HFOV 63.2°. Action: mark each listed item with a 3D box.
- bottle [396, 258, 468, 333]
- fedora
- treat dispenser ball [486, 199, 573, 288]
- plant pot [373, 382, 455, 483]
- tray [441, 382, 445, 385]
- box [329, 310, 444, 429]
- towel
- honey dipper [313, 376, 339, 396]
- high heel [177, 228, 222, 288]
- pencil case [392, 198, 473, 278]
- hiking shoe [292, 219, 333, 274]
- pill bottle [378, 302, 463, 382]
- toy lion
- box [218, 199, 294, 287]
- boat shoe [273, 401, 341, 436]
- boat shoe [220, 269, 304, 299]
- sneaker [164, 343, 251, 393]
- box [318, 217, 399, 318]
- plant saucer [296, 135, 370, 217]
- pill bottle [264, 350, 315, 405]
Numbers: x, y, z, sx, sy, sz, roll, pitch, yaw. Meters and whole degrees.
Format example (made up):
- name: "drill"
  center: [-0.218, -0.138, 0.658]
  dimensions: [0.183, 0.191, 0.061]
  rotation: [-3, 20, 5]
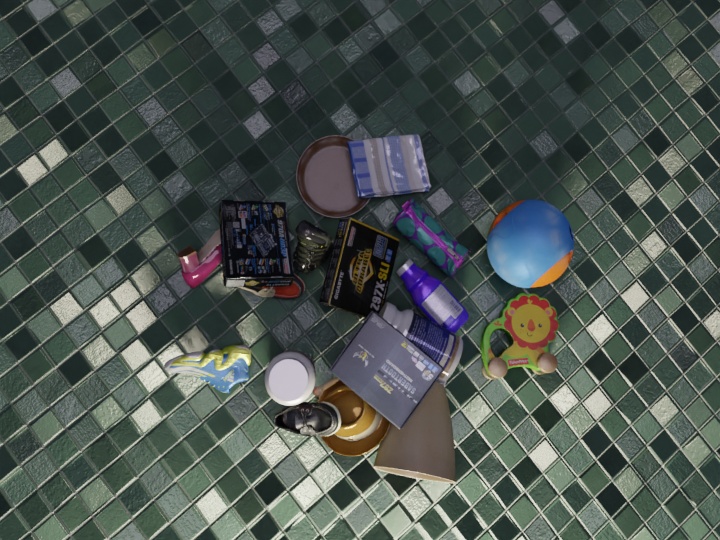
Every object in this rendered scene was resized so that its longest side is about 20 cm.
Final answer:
- name: "bottle"
  center: [0.168, 0.062, 1.400]
  dimensions: [0.083, 0.065, 0.200]
  rotation: [-42, 88, -10]
- name: "fedora"
  center: [-0.028, 0.311, 1.307]
  dimensions: [0.196, 0.082, 0.205]
  rotation: [-12, 63, 24]
- name: "treat dispenser ball"
  center: [0.393, -0.062, 1.364]
  dimensions: [0.195, 0.201, 0.207]
  rotation: [1, 83, -4]
- name: "plant pot"
  center: [0.134, 0.356, 1.321]
  dimensions: [0.182, 0.188, 0.205]
  rotation: [12, 68, -3]
- name: "tray"
  center: [0.131, 0.188, 1.405]
  dimensions: [0.197, 0.022, 0.109]
  rotation: [27, 81, -1]
- name: "box"
  center: [0.056, 0.209, 1.247]
  dimensions: [0.199, 0.051, 0.159]
  rotation: [39, 91, 6]
- name: "towel"
  center: [0.072, -0.256, 1.431]
  dimensions: [0.195, 0.024, 0.151]
  rotation: [-9, 83, -19]
- name: "honey dipper"
  center: [-0.027, 0.225, 1.321]
  dimensions: [0.197, 0.038, 0.039]
  rotation: [-27, 86, -31]
- name: "high heel"
  center: [-0.334, -0.038, 1.394]
  dimensions: [0.197, 0.098, 0.067]
  rotation: [-24, 42, -19]
- name: "pencil case"
  center: [0.169, -0.079, 1.404]
  dimensions: [0.199, 0.092, 0.085]
  rotation: [42, 82, 2]
- name: "hiking shoe"
  center: [-0.113, -0.042, 1.324]
  dimensions: [0.075, 0.200, 0.102]
  rotation: [29, 83, 15]
- name: "pill bottle"
  center: [0.125, 0.160, 1.332]
  dimensions: [0.197, 0.116, 0.118]
  rotation: [28, 82, -5]
- name: "toy lion"
  center: [0.384, 0.155, 1.413]
  dimensions: [0.194, 0.069, 0.197]
  rotation: [-5, 77, -5]
- name: "box"
  center: [-0.240, -0.064, 1.344]
  dimensions: [0.155, 0.046, 0.205]
  rotation: [-1, 65, -21]
- name: "boat shoe"
  center: [-0.123, 0.326, 1.281]
  dimensions: [0.065, 0.197, 0.077]
  rotation: [-1, 88, -42]
- name: "boat shoe"
  center: [-0.228, 0.026, 1.367]
  dimensions: [0.195, 0.063, 0.073]
  rotation: [17, 105, -1]
- name: "sneaker"
  center: [-0.344, 0.234, 1.336]
  dimensions: [0.195, 0.076, 0.108]
  rotation: [-10, 85, -6]
- name: "box"
  center: [0.000, 0.000, 1.366]
  dimensions: [0.158, 0.049, 0.205]
  rotation: [21, 80, -37]
- name: "plant saucer"
  center: [-0.059, -0.227, 1.435]
  dimensions: [0.195, 0.032, 0.206]
  rotation: [1, 82, -5]
- name: "pill bottle"
  center: [-0.153, 0.235, 1.287]
  dimensions: [0.109, 0.200, 0.115]
  rotation: [0, 83, -4]
